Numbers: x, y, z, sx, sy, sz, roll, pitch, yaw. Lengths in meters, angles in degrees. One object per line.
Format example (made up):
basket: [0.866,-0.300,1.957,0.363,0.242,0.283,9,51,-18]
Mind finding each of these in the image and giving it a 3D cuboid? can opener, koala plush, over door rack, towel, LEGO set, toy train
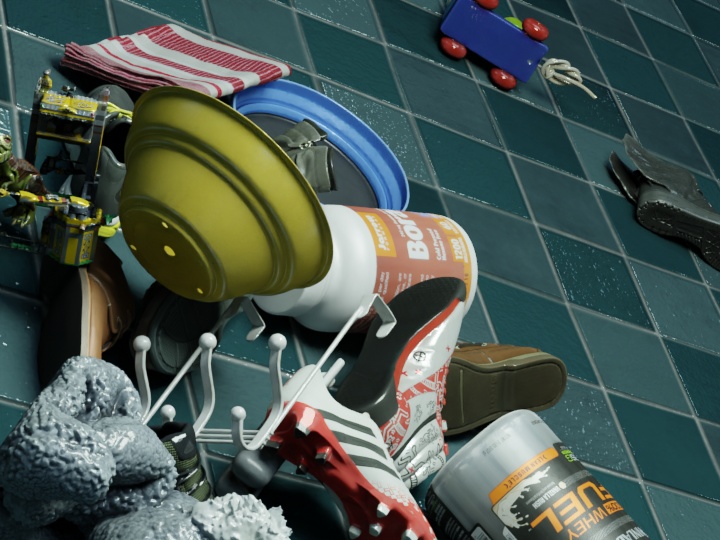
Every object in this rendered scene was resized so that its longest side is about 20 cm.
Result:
can opener: [-0.046,0.134,1.649,0.067,0.053,0.200,38,31,1]
koala plush: [-0.152,0.171,1.360,0.200,0.177,0.184,36,28,-4]
over door rack: [-0.091,0.064,1.565,0.200,0.147,0.067,-41,121,-45]
towel: [-0.170,-0.196,1.954,0.144,0.023,0.200,20,21,21]
LEGO set: [-0.275,-0.094,1.598,0.199,0.116,0.154,14,26,1]
toy train: [0.185,-0.264,2.448,0.200,0.085,0.116,30,17,-12]

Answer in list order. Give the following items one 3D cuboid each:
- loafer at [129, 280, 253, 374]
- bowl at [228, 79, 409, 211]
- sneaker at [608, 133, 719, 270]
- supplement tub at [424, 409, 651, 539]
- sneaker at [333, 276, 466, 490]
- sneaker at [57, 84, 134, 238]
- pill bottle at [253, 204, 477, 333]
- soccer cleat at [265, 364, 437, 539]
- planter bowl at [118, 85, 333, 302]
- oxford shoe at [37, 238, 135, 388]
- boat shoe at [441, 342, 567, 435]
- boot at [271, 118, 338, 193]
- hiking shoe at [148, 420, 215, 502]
loafer: [-0.144,0.030,1.696,0.063,0.072,0.200,-2,22,24]
bowl: [-0.046,-0.105,2.003,0.200,0.039,0.201,27,31,-18]
sneaker: [0.378,-0.075,2.394,0.199,0.060,0.104,26,36,-13]
supplement tub: [0.156,0.221,1.673,0.200,0.123,0.122,47,31,18]
sneaker: [0.045,0.099,1.730,0.201,0.067,0.108,-55,133,-47]
sneaker: [-0.208,-0.108,1.786,0.074,0.085,0.200,26,31,-20]
pill bottle: [0.000,0.000,1.827,0.200,0.112,0.112,3,43,-45]
soccer cleat: [0.002,0.159,1.605,0.200,0.069,0.085,48,37,-20]
planter bowl: [-0.124,-0.037,1.590,0.200,0.200,0.083,40,61,6]
oxford shoe: [-0.205,0.036,1.603,0.071,0.071,0.200,28,29,-22]
boat shoe: [0.085,0.101,1.836,0.200,0.072,0.068,2,14,-35]
boot: [-0.100,-0.101,1.823,0.130,0.068,0.200,-22,37,-12]
hiking shoe: [-0.134,0.161,1.466,0.200,0.101,0.076,32,30,-9]
